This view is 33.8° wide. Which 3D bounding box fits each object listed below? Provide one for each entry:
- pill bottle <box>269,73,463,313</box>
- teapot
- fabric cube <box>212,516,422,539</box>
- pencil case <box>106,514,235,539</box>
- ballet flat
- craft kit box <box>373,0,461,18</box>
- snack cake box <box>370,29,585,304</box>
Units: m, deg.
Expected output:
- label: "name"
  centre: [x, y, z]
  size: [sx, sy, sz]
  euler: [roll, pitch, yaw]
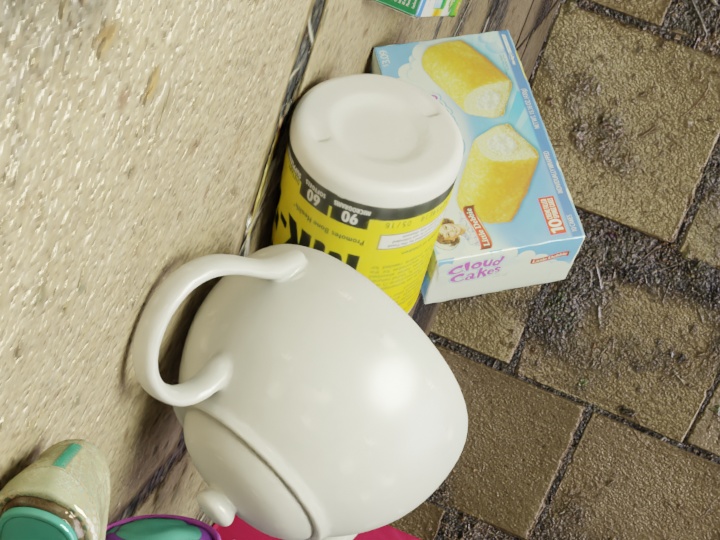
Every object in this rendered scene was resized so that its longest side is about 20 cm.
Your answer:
- label: "pill bottle"
  centre: [-0.005, -0.026, 0.823]
  size: [0.200, 0.114, 0.114]
  euler: [104, 11, -47]
- label: "teapot"
  centre: [-0.044, 0.089, 0.712]
  size: [0.146, 0.200, 0.197]
  euler: [-44, 178, -24]
- label: "fabric cube"
  centre: [-0.070, 0.350, 1.170]
  size: [0.200, 0.199, 0.197]
  euler: [-48, 160, -69]
- label: "pencil case"
  centre: [-0.124, 0.250, 0.698]
  size: [0.085, 0.092, 0.201]
  euler: [-9, 103, -67]
- label: "ballet flat"
  centre: [-0.150, 0.168, 0.573]
  size: [0.062, 0.067, 0.200]
  euler: [-74, -177, -62]
- label: "craft kit box"
  centre: [0.076, -0.290, 0.882]
  size: [0.197, 0.048, 0.201]
  euler: [-35, 147, -72]
- label: "snack cake box"
  centre: [0.083, -0.083, 0.914]
  size: [0.067, 0.115, 0.201]
  euler: [100, -22, -60]
